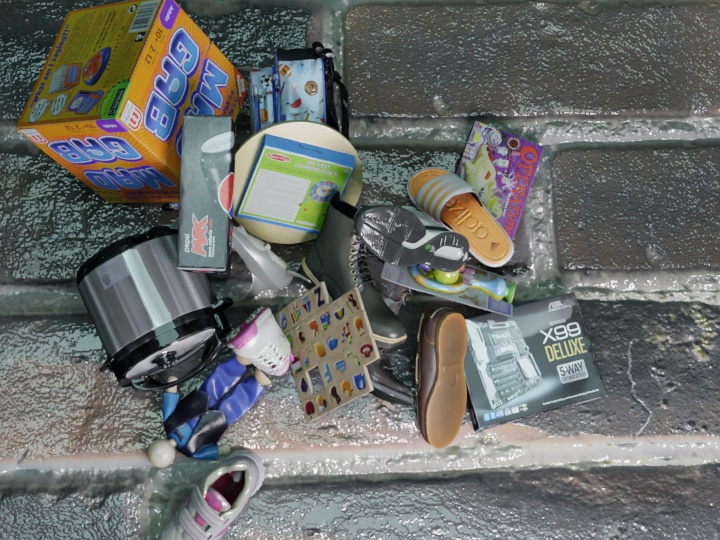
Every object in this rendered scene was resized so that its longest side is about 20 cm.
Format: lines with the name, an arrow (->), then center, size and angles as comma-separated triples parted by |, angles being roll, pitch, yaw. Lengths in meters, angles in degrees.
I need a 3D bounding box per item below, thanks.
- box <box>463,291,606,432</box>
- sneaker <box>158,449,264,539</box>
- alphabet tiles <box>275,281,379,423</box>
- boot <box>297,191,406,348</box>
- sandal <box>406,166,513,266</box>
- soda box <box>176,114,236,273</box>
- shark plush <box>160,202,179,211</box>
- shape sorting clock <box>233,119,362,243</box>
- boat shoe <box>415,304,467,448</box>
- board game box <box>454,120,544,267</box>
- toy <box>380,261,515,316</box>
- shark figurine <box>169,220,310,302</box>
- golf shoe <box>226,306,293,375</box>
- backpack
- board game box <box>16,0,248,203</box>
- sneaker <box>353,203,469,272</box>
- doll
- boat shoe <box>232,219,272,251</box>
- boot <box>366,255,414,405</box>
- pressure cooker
box -> 0.242, 0.134, 1.533 | 0.197, 0.050, 0.160 | -13, 76, -6
sneaker -> -0.210, 0.328, 1.430 | 0.081, 0.088, 0.201 | 34, 76, 6
alphabet tiles -> -0.045, 0.105, 1.458 | 0.007, 0.199, 0.170 | -7, 73, -39
boot -> 0.000, 0.000, 1.446 | 0.199, 0.140, 0.077 | 38, 32, 26
sandal -> 0.149, -0.093, 1.545 | 0.079, 0.059, 0.207 | -43, 64, -6
soda box -> -0.202, -0.100, 1.374 | 0.069, 0.063, 0.204 | 1, 86, -1
shark plush -> -0.270, -0.123, 1.544 | 0.197, 0.091, 0.084 | 14, 61, 5
shape sorting clock -> -0.094, -0.123, 1.471 | 0.196, 0.202, 0.040 | -8, 42, -6
boat shoe -> 0.112, 0.150, 1.499 | 0.069, 0.070, 0.204 | 0, 100, -33
board game box -> 0.197, -0.120, 1.611 | 0.118, 0.032, 0.203 | 21, 74, -2
toy -> 0.136, -0.002, 1.533 | 0.197, 0.116, 0.048 | 20, 118, -1
shark figurine -> -0.158, -0.007, 1.449 | 0.090, 0.214, 0.128 | -53, 43, -5
golf shoe -> -0.130, 0.102, 1.442 | 0.075, 0.200, 0.092 | -40, 87, 1
backpack -> -0.090, -0.219, 1.541 | 0.151, 0.200, 0.194 | -12, 87, 3
board game box -> -0.315, -0.233, 1.468 | 0.197, 0.200, 0.203 | 2, 63, 33
sneaker -> 0.049, -0.055, 1.459 | 0.199, 0.115, 0.077 | 18, 100, -38
doll -> -0.225, 0.200, 1.484 | 0.200, 0.048, 0.137 | -44, 87, -7
boat shoe -> -0.133, -0.077, 1.556 | 0.196, 0.065, 0.072 | -9, 75, -6
boot -> 0.033, 0.080, 1.524 | 0.199, 0.069, 0.175 | 35, 76, 8
pressure cooker -> -0.284, 0.062, 1.447 | 0.177, 0.176, 0.202 | -20, 77, -41
